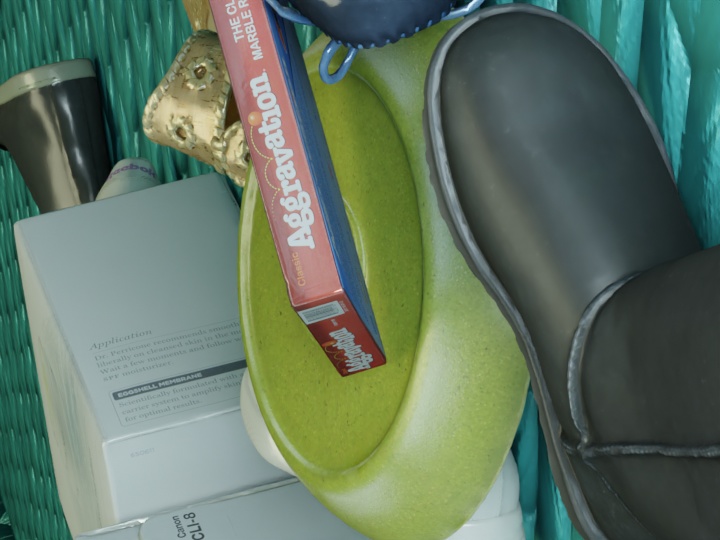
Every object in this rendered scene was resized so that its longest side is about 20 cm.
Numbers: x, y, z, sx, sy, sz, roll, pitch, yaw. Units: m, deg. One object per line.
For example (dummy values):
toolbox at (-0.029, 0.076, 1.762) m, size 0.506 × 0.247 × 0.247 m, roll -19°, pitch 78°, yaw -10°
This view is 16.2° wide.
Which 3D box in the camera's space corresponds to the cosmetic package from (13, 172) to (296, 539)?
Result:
cosmetic package at (-0.092, 0.092, 1.321) m, size 0.200 × 0.122 × 0.200 m, roll -119°, pitch 20°, yaw -52°

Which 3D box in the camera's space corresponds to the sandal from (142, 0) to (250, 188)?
sandal at (-0.068, -0.078, 1.153) m, size 0.212 × 0.069 × 0.078 m, roll -118°, pitch 19°, yaw -45°

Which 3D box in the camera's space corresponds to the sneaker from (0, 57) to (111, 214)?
sneaker at (-0.218, -0.077, 1.758) m, size 0.200 × 0.075 × 0.107 m, roll 160°, pitch 98°, yaw -76°

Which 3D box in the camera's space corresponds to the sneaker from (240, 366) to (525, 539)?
sneaker at (0.011, 0.044, 0.987) m, size 0.200 × 0.075 × 0.089 m, roll -150°, pitch 56°, yaw -61°

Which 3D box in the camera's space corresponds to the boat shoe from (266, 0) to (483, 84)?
boat shoe at (0.008, -0.112, 0.832) m, size 0.200 × 0.084 × 0.069 m, roll -94°, pitch -10°, yaw -63°

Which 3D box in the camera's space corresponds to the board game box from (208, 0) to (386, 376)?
board game box at (-0.032, -0.071, 0.832) m, size 0.103 × 0.019 × 0.201 m, roll 64°, pitch -170°, yaw -73°

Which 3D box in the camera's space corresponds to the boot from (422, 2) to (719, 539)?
boot at (0.082, 0.001, 0.620) m, size 0.200 × 0.065 × 0.165 m, roll 172°, pitch 76°, yaw -80°

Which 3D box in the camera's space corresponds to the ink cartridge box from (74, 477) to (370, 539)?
ink cartridge box at (-0.041, 0.222, 1.192) m, size 0.145 × 0.144 × 0.201 m, roll -121°, pitch 20°, yaw -51°

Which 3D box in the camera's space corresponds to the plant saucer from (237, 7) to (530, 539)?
plant saucer at (0.000, 0.000, 0.903) m, size 0.200 × 0.031 × 0.201 m, roll 5°, pitch 95°, yaw 63°

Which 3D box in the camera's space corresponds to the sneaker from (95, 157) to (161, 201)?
sneaker at (-0.127, 0.017, 1.541) m, size 0.200 × 0.075 × 0.100 m, roll 91°, pitch 178°, yaw -48°
